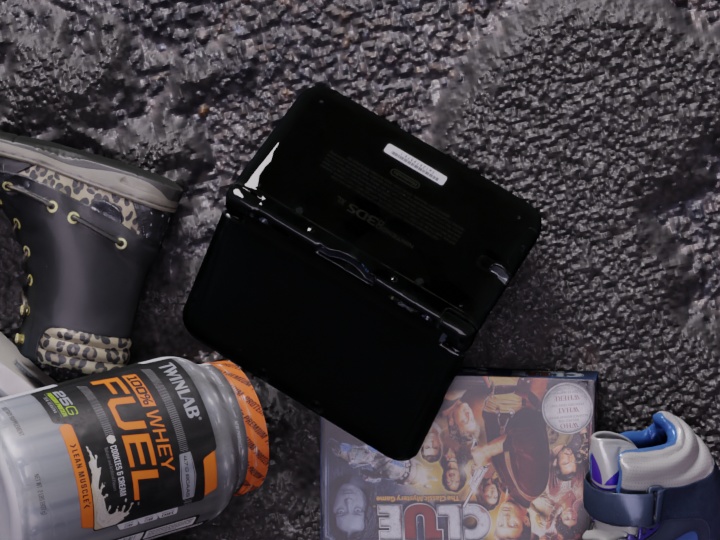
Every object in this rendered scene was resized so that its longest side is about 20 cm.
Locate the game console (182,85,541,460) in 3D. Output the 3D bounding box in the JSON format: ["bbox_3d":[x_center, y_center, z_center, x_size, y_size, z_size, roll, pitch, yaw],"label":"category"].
[{"bbox_3d":[0.000,0.000,1.482,0.199,0.117,0.176,30,63,9],"label":"game console"}]

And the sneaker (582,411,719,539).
[{"bbox_3d":[0.164,0.184,1.430,0.199,0.080,0.147,-34,112,-16],"label":"sneaker"}]

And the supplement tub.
[{"bbox_3d":[-0.171,0.131,1.461,0.198,0.122,0.124,-14,97,-29],"label":"supplement tub"}]

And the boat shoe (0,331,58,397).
[{"bbox_3d":[-0.276,0.088,1.547,0.200,0.072,0.069,39,100,-7],"label":"boat shoe"}]

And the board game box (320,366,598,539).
[{"bbox_3d":[0.070,0.138,1.502,0.198,0.035,0.137,1,98,10],"label":"board game box"}]

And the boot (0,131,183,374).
[{"bbox_3d":[-0.241,-0.016,1.514,0.202,0.073,0.155,14,96,5],"label":"boot"}]
